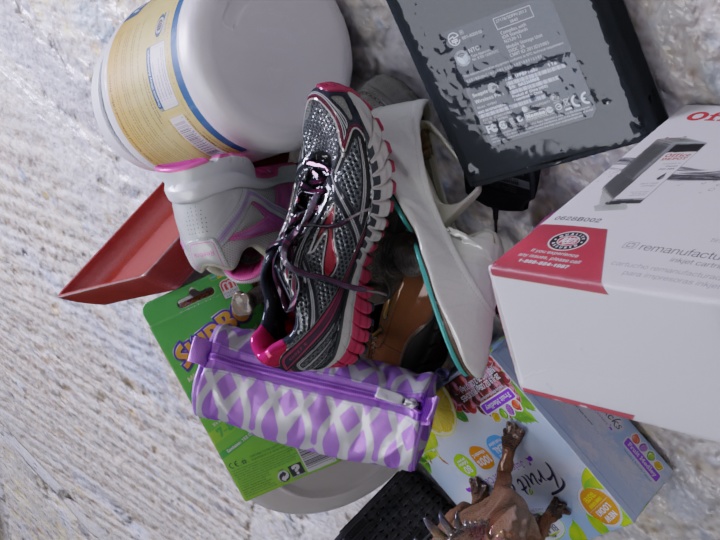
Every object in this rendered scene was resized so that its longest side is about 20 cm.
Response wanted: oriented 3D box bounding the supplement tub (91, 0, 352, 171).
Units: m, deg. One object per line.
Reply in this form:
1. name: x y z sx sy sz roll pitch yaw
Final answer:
1. supplement tub: -0.114 -0.151 0.935 0.199 0.144 0.146 -7 117 54

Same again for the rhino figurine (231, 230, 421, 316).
1. rhino figurine: 0.000 0.000 0.918 0.198 0.087 0.061 -19 99 34

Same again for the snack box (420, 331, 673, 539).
1. snack box: 0.133 0.145 0.995 0.169 0.068 0.200 49 150 2

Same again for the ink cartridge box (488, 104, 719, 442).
1. ink cartridge box: 0.188 -0.010 0.642 0.146 0.199 0.084 9 127 46

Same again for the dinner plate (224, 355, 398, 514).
1. dinner plate: -0.027 0.146 1.088 0.024 0.198 0.202 -126 17 -54

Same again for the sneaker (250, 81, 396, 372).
1. sneaker: -0.027 -0.025 0.816 0.080 0.074 0.203 25 115 53

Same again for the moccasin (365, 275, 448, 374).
1. moccasin: 0.031 0.049 0.999 0.078 0.073 0.203 43 137 25

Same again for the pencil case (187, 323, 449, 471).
1. pencil case: -0.034 0.099 0.945 0.197 0.085 0.086 11 166 5

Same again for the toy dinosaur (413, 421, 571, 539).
1. toy dinosaur: 0.088 0.210 0.927 0.086 0.135 0.201 42 148 10

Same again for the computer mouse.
1. computer mouse: 0.105 -0.042 0.877 0.058 0.034 0.202 20 140 24

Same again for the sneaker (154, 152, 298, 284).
1. sneaker: -0.084 -0.035 0.913 0.080 0.199 0.090 -6 88 27

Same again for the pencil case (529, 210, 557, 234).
1. pencil case: 0.190 0.022 0.783 0.198 0.095 0.090 25 -175 35

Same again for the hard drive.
1. hard drive: 0.088 -0.159 0.739 0.138 0.033 0.202 -13 113 36

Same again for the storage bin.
1. storage bin: 0.020 0.304 1.235 0.094 0.135 0.201 41 147 14

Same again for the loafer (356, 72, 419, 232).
1. loafer: 0.000 -0.064 0.948 0.070 0.070 0.202 35 145 24

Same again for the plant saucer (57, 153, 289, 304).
1. plant saucer: -0.155 -0.043 1.053 0.037 0.201 0.199 49 151 -19

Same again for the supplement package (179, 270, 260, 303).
1. supplement package: -0.075 0.081 1.134 0.121 0.119 0.202 31 144 44

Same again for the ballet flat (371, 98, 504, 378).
1. ballet flat: 0.059 -0.030 0.818 0.202 0.069 0.069 68 152 15

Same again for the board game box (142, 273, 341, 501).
1. board game box: -0.098 0.093 1.016 0.030 0.094 0.202 -96 -18 -66
